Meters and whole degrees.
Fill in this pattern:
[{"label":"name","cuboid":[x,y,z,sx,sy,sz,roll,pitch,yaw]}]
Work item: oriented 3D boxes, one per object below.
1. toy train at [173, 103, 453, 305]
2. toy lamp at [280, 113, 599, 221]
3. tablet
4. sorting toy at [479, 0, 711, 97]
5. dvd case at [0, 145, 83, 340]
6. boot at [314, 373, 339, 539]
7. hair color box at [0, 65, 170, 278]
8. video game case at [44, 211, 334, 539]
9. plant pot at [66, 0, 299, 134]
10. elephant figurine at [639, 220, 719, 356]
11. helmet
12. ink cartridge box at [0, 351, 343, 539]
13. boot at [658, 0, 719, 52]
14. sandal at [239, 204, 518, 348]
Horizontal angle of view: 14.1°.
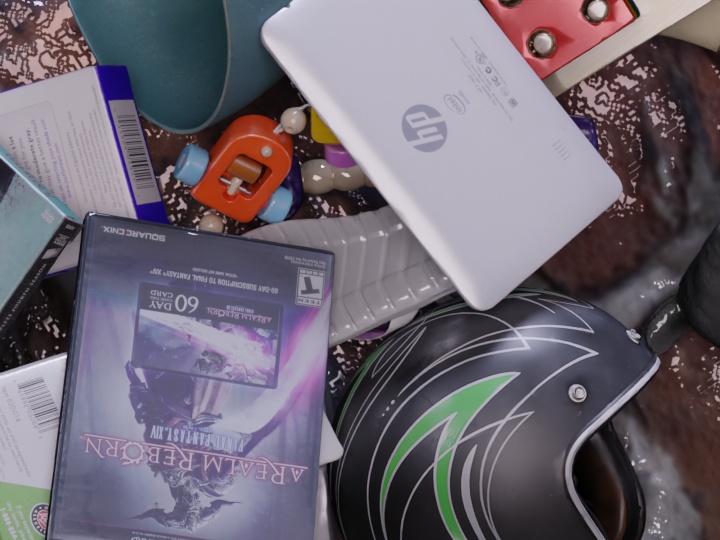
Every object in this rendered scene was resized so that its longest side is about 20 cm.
[{"label":"toy train","cuboid":[0.002,-0.061,1.687,0.199,0.056,0.150,22,127,-16]},{"label":"toy lamp","cuboid":[0.042,-0.062,1.739,0.199,0.058,0.058,-9,90,-1]},{"label":"tablet","cuboid":[0.047,-0.088,1.623,0.130,0.014,0.200,-39,91,-30]},{"label":"sorting toy","cuboid":[0.124,-0.223,1.672,0.200,0.070,0.199,-31,92,11]},{"label":"dvd case","cuboid":[-0.260,0.010,1.648,0.146,0.022,0.200,42,103,28]},{"label":"boot","cuboid":[-0.066,0.083,1.733,0.095,0.074,0.201,-7,81,4]},{"label":"hair color box","cuboid":[-0.220,-0.041,1.700,0.199,0.065,0.110,-15,90,13]},{"label":"video game case","cuboid":[-0.090,0.069,1.583,0.142,0.019,0.201,9,60,-10]},{"label":"plant pot","cuboid":[-0.077,-0.195,1.684,0.134,0.200,0.201,-23,90,-28]},{"label":"elephant figurine","cuboid":[0.295,0.028,1.703,0.200,0.155,0.142,39,66,7]},{"label":"helmet","cuboid":[0.079,0.107,1.673,0.199,0.200,0.192,-10,98,-2]},{"label":"ink cartridge box","cuboid":[-0.123,0.099,1.608,0.199,0.067,0.117,-17,67,-23]},{"label":"boot","cuboid":[0.198,-0.230,1.734,0.155,0.073,0.201,13,93,2]},{"label":"sandal","cuboid":[0.001,0.007,1.666,0.202,0.050,0.083,-15,64,14]}]
